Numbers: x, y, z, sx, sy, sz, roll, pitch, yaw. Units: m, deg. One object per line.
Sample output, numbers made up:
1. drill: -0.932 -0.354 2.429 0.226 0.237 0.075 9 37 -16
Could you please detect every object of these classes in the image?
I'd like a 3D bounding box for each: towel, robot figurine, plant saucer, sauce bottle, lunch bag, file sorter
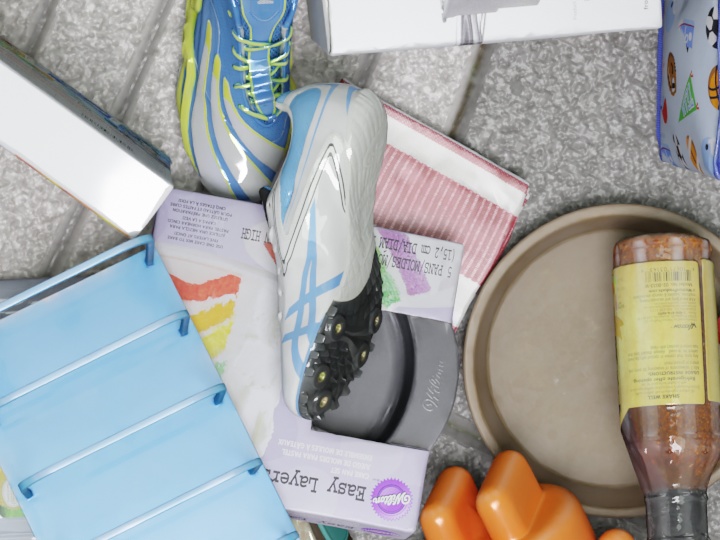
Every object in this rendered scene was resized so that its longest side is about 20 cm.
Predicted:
1. towel: 0.000 0.000 1.639 0.144 0.023 0.200 29 91 -5
2. robot figurine: 0.104 0.213 1.618 0.144 0.117 0.200 -30 107 -14
3. plant saucer: 0.162 0.056 1.654 0.200 0.029 0.200 -1 97 -5
4. sauce bottle: 0.187 0.079 1.590 0.066 0.066 0.200 1 79 -5
5. lunch bag: 0.246 -0.159 1.567 0.124 0.170 0.200 -3 96 -7
6. file sorter: -0.135 0.098 1.485 0.139 0.123 0.200 -26 86 -7

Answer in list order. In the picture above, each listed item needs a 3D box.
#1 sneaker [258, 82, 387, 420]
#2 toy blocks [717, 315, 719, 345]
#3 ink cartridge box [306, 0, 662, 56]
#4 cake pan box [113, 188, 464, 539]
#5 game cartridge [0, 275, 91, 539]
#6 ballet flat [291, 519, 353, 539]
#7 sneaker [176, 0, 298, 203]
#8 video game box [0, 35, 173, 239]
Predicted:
1. sneaker: -0.027 -0.012 1.549 0.072 0.072 0.200 4 86 28
2. toy blocks: 0.296 0.082 1.594 0.137 0.100 0.200 -4 63 -17
3. ink cartridge box: 0.067 -0.180 1.562 0.200 0.145 0.083 -5 99 -4
4. cake pan box: -0.042 0.057 1.588 0.200 0.052 0.184 12 82 -5
5. game cartridge: -0.175 0.103 1.628 0.133 0.040 0.200 -3 96 -8
6. ballet flat: -0.029 0.187 1.644 0.062 0.067 0.200 -23 93 23
7. sneaker: -0.073 -0.137 1.575 0.076 0.105 0.200 -1 96 -4
8. video game box: -0.201 -0.100 1.531 0.200 0.182 0.047 36 95 -7
